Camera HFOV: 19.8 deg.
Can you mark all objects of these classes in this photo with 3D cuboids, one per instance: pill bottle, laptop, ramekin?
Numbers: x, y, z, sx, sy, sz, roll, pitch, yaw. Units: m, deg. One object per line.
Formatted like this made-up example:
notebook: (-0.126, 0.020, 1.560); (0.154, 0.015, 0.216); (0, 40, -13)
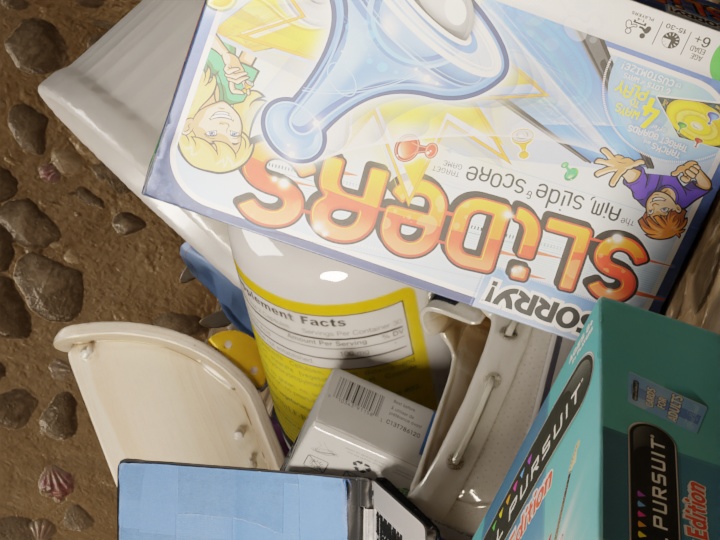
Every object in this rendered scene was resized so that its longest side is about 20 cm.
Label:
pill bottle: (0.000, 0.000, 0.953); (0.111, 0.111, 0.200); (-79, -17, -45)
laptop: (-0.040, 0.183, 0.852); (0.200, 0.116, 0.187); (-163, 73, -81)
ramekin: (-0.065, -0.061, 1.088); (0.098, 0.200, 0.200); (-47, 5, -5)

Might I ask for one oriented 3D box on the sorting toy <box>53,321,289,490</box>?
sorting toy: (-0.097, 0.119, 1.213); (0.180, 0.107, 0.200); (140, 109, -79)

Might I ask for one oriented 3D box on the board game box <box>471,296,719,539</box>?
board game box: (0.067, 0.129, 0.655); (0.200, 0.047, 0.151); (-81, 12, -54)

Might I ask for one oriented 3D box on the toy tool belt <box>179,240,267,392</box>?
toy tool belt: (-0.054, 0.008, 1.232); (0.123, 0.200, 0.125); (-44, -24, -6)

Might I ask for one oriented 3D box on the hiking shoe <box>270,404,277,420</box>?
hiking shoe: (-0.013, 0.127, 1.253); (0.101, 0.076, 0.200); (145, 135, -65)

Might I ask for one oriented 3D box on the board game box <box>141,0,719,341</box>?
board game box: (0.035, -0.059, 0.759); (0.034, 0.200, 0.135); (-85, 15, -63)

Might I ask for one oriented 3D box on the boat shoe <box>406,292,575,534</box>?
boat shoe: (0.062, 0.018, 0.883); (0.071, 0.070, 0.200); (123, 164, -65)

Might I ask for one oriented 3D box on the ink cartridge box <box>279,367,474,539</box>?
ink cartridge box: (-0.001, 0.128, 0.964); (0.200, 0.099, 0.039); (118, 174, -49)
